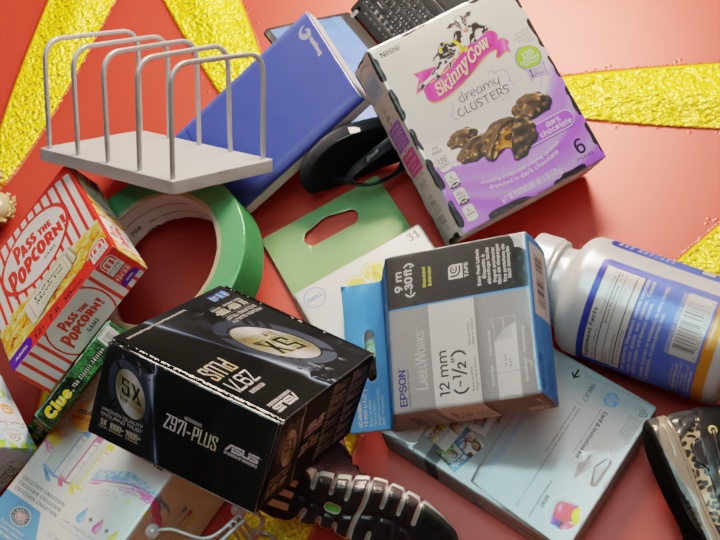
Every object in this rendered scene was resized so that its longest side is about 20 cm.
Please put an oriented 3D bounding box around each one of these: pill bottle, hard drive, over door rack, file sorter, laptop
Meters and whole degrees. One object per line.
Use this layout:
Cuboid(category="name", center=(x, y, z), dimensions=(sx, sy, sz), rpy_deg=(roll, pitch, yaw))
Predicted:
Cuboid(category="pill bottle", center=(0.243, 0.037, 1.189), dimensions=(0.198, 0.112, 0.113), rpy_deg=(20, 67, 21))
Cuboid(category="hard drive", center=(-0.095, -0.155, 1.363), dimensions=(0.200, 0.025, 0.133), rpy_deg=(-40, 59, 15))
Cuboid(category="over door rack", center=(-0.157, 0.278, 1.112), dimensions=(0.066, 0.148, 0.201), rpy_deg=(30, 70, 22))
Cuboid(category="file sorter", center=(-0.204, -0.163, 1.307), dimensions=(0.199, 0.126, 0.138), rpy_deg=(16, 22, 36))
Cuboid(category="laptop", center=(0.030, -0.258, 1.390), dimensions=(0.200, 0.103, 0.178), rpy_deg=(-46, 60, 15))

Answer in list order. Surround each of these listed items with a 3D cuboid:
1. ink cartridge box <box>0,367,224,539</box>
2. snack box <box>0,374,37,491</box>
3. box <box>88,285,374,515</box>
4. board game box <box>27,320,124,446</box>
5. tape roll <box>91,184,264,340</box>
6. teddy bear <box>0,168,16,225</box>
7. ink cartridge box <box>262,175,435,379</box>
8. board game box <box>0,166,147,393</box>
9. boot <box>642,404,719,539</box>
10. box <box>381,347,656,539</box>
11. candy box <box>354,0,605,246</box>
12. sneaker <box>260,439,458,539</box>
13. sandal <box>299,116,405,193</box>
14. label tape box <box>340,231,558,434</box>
Cuboid(category="ink cartridge box", center=(-0.213, 0.196, 1.181), dimensions=(0.128, 0.126, 0.201), rpy_deg=(27, 70, 23))
Cuboid(category="snack box", center=(-0.401, 0.176, 1.223), dimensions=(0.200, 0.053, 0.143), rpy_deg=(-47, 60, 17))
Cuboid(category="box", center=(-0.104, 0.101, 1.114), dimensions=(0.162, 0.200, 0.087), rpy_deg=(24, 110, 17))
Cuboid(category="board game box", center=(-0.266, 0.107, 1.208), dimensions=(0.023, 0.200, 0.105), rpy_deg=(40, 70, -6))
Cuboid(category="tape roll", center=(-0.195, -0.002, 1.309), dimensions=(0.198, 0.048, 0.203), rpy_deg=(-10, 62, 19))
Cuboid(category="teddy bear", center=(-0.465, -0.052, 1.409), dimensions=(0.145, 0.067, 0.200), rpy_deg=(42, 69, 17))
Cuboid(category="ink cartridge box", center=(0.000, 0.000, 1.294), dimensions=(0.144, 0.048, 0.201), rpy_deg=(-28, 62, -6))
Cuboid(category="board game box", center=(-0.293, 0.002, 1.277), dimensions=(0.152, 0.046, 0.200), rpy_deg=(-51, 36, 6))
Cuboid(category="boot", center=(0.340, 0.193, 1.103), dimensions=(0.149, 0.073, 0.202), rpy_deg=(-21, 69, -8))
Cuboid(category="box", center=(0.143, 0.142, 1.191), dimensions=(0.199, 0.041, 0.156), rpy_deg=(29, 71, 25))
Cuboid(category="candy box", center=(0.115, -0.153, 1.287), dimensions=(0.167, 0.072, 0.201), rpy_deg=(-28, 86, -13))
Cuboid(category="sneaker", center=(-0.001, 0.189, 1.179), dimensions=(0.198, 0.076, 0.116), rpy_deg=(25, 23, -5))
Cuboid(category="sandal", center=(0.033, -0.124, 1.335), dimensions=(0.198, 0.076, 0.043), rpy_deg=(-21, 60, -3))
Cuboid(category="label tape box", center=(0.067, 0.059, 1.163), dimensions=(0.198, 0.066, 0.145), rpy_deg=(-10, 71, 19))
